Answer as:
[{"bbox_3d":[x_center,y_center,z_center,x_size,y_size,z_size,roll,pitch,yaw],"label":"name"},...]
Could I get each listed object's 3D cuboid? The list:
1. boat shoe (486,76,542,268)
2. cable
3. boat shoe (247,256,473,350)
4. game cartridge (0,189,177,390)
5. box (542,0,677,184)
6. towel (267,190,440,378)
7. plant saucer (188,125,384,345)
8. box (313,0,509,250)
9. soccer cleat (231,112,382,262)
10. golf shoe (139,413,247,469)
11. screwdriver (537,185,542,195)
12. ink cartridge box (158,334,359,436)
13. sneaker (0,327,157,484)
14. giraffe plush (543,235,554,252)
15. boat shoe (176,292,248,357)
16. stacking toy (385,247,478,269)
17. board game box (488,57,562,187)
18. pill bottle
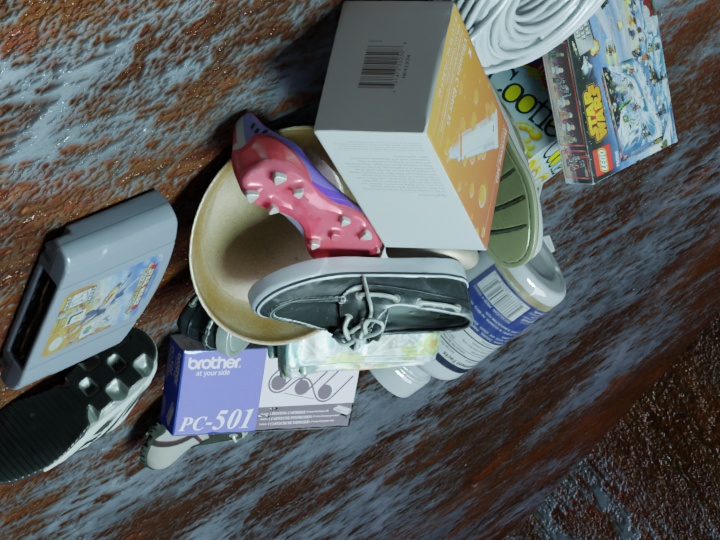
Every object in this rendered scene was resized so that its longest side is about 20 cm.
[{"bbox_3d":[0.130,-0.103,1.738,0.074,0.201,0.068,-17,179,27],"label":"boat shoe"},{"bbox_3d":[0.152,-0.258,1.587,0.199,0.069,0.200,-12,145,-50],"label":"cable"},{"bbox_3d":[0.002,0.034,1.599,0.198,0.068,0.074,0,149,-22],"label":"boat shoe"},{"bbox_3d":[-0.227,0.017,1.556,0.133,0.042,0.200,-21,155,-37],"label":"game cartridge"},{"bbox_3d":[0.234,-0.198,1.759,0.137,0.201,0.040,-26,-159,-39],"label":"box"},{"bbox_3d":[0.000,0.000,1.721,0.170,0.048,0.201,-3,107,-28],"label":"towel"},{"bbox_3d":[-0.068,-0.034,1.619,0.199,0.035,0.201,-12,115,-28],"label":"plant saucer"},{"bbox_3d":[0.047,-0.117,1.520,0.200,0.097,0.125,56,41,-59],"label":"box"},{"bbox_3d":[-0.043,-0.064,1.566,0.066,0.077,0.200,-28,145,20],"label":"soccer cleat"},{"bbox_3d":[-0.162,0.159,1.946,0.200,0.088,0.077,-49,178,32],"label":"golf shoe"},{"bbox_3d":[0.197,-0.104,1.993,0.029,0.028,0.201,23,81,-65],"label":"screwdriver"},{"bbox_3d":[-0.100,0.113,1.857,0.199,0.044,0.095,-1,112,-27],"label":"ink cartridge box"},{"bbox_3d":[-0.268,0.141,1.710,0.200,0.074,0.089,-35,161,-16],"label":"sneaker"},{"bbox_3d":[0.095,-0.001,1.993,0.199,0.174,0.162,-4,176,-10],"label":"giraffe plush"},{"bbox_3d":[-0.103,0.005,1.738,0.200,0.060,0.076,-47,151,-51],"label":"boat shoe"},{"bbox_3d":[0.075,-0.104,1.671,0.085,0.085,0.201,28,68,-72],"label":"stacking toy"},{"bbox_3d":[0.136,-0.127,1.843,0.200,0.103,0.105,-38,163,-7],"label":"board game box"},{"bbox_3d":[0.096,0.039,1.829,0.200,0.111,0.111,-38,165,22],"label":"pill bottle"}]
